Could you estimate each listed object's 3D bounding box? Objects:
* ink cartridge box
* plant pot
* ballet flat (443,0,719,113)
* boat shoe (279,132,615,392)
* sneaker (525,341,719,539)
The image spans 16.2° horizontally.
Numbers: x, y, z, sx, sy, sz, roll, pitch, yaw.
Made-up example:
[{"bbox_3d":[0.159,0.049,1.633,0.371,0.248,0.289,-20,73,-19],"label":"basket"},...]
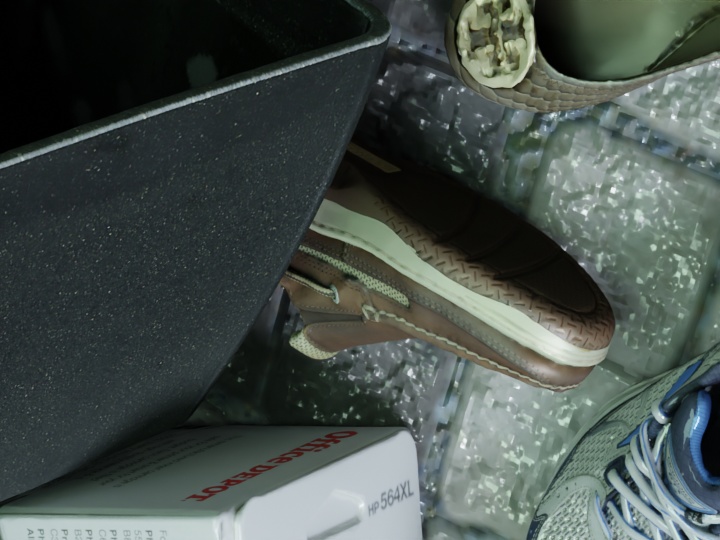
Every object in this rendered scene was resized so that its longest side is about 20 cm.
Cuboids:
[{"bbox_3d":[-0.093,0.112,0.959,0.199,0.146,0.085,-1,99,29],"label":"ink cartridge box"},{"bbox_3d":[-0.137,-0.031,0.874,0.199,0.199,0.178,38,132,33],"label":"plant pot"},{"bbox_3d":[0.113,-0.095,0.863,0.199,0.046,0.068,-7,96,30],"label":"ballet flat"},{"bbox_3d":[0.004,-0.001,0.930,0.202,0.074,0.075,34,114,32],"label":"boat shoe"},{"bbox_3d":[0.118,0.063,0.869,0.200,0.085,0.077,-45,77,28],"label":"sneaker"}]
